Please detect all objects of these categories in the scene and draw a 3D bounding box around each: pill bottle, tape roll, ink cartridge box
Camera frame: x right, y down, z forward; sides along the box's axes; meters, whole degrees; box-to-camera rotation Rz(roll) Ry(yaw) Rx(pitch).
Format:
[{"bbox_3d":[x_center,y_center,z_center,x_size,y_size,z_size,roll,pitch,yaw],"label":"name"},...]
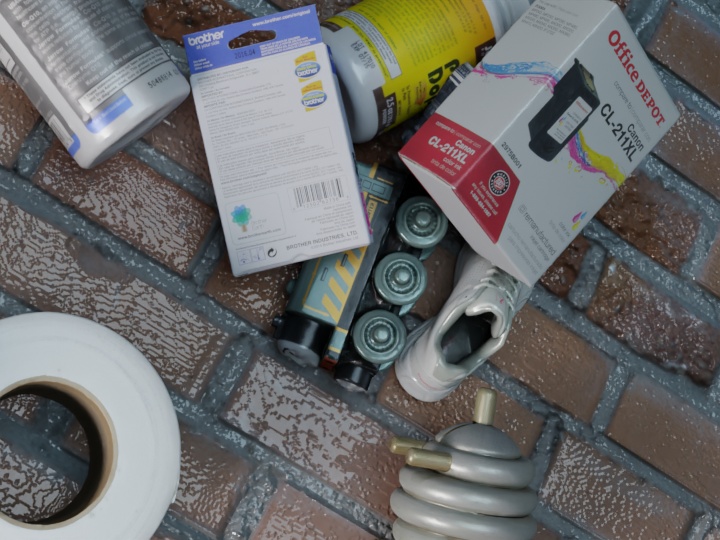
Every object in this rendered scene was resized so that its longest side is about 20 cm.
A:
[{"bbox_3d":[0.051,-0.201,1.218,0.199,0.109,0.110,-31,92,-20],"label":"pill bottle"},{"bbox_3d":[-0.246,0.139,1.045,0.201,0.139,0.205,3,80,-18],"label":"tape roll"},{"bbox_3d":[0.151,-0.113,1.138,0.200,0.083,0.146,-48,131,-5],"label":"ink cartridge box"},{"bbox_3d":[-0.239,-0.194,1.114,0.114,0.114,0.201,-38,95,-20],"label":"pill bottle"},{"bbox_3d":[-0.068,-0.106,1.134,0.118,0.042,0.202,-12,94,7],"label":"ink cartridge box"}]

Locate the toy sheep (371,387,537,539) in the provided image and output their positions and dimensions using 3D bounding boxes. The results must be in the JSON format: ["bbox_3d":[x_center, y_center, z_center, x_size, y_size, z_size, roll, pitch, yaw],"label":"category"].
[{"bbox_3d":[0.085,0.197,1.155,0.137,0.138,0.202,11,95,-17],"label":"toy sheep"}]

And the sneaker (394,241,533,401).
[{"bbox_3d":[0.114,0.028,1.207,0.078,0.099,0.201,35,72,-11],"label":"sneaker"}]

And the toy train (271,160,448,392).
[{"bbox_3d":[0.000,0.000,1.187,0.113,0.085,0.201,21,78,-1],"label":"toy train"}]

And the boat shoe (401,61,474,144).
[{"bbox_3d":[0.117,-0.100,1.232,0.091,0.071,0.200,-44,134,9],"label":"boat shoe"}]
